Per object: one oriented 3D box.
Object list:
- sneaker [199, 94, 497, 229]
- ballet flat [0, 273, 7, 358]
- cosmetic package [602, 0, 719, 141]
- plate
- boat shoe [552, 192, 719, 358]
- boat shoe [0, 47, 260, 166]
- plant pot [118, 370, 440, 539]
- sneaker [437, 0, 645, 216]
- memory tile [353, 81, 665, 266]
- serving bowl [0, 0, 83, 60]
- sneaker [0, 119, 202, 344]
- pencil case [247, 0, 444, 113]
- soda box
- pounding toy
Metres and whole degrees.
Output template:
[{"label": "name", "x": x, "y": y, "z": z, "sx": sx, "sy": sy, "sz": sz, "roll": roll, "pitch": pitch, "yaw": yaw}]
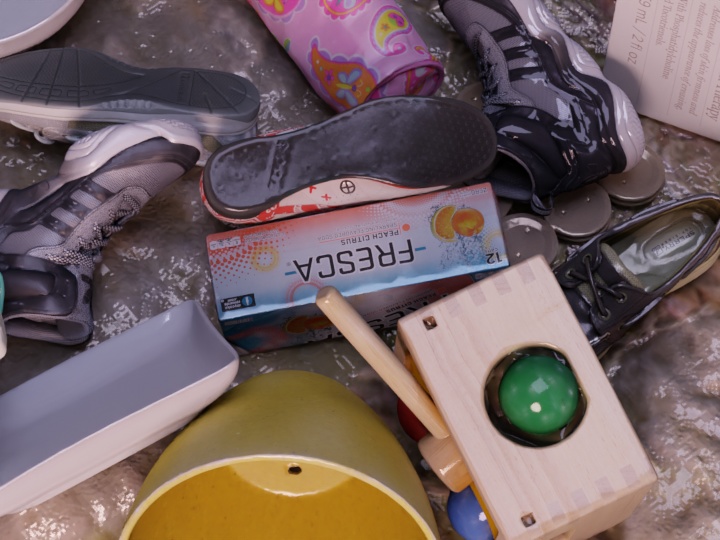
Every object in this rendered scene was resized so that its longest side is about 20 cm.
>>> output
[{"label": "sneaker", "x": -0.012, "y": -0.072, "z": 1.662, "sx": 0.201, "sy": 0.108, "sz": 0.067, "roll": -12, "pitch": 86, "yaw": -6}, {"label": "ballet flat", "x": -0.260, "y": 0.064, "z": 1.521, "sx": 0.070, "sy": 0.067, "sz": 0.200, "roll": -15, "pitch": 43, "yaw": 19}, {"label": "cosmetic package", "x": 0.295, "y": -0.195, "z": 1.713, "sx": 0.200, "sy": 0.167, "sz": 0.166, "roll": 21, "pitch": 61, "yaw": 11}, {"label": "plate", "x": -0.174, "y": 0.092, "z": 1.538, "sx": 0.200, "sy": 0.200, "sz": 0.032, "roll": -28, "pitch": 104, "yaw": -6}, {"label": "boat shoe", "x": 0.169, "y": 0.006, "z": 1.651, "sx": 0.201, "sy": 0.066, "sz": 0.072, "roll": -33, "pitch": 72, "yaw": -18}, {"label": "boat shoe", "x": -0.171, "y": -0.109, "z": 1.712, "sx": 0.202, "sy": 0.065, "sz": 0.074, "roll": 5, "pitch": 39, "yaw": 1}, {"label": "plant pot", "x": -0.047, "y": 0.144, "z": 1.515, "sx": 0.200, "sy": 0.200, "sz": 0.142, "roll": 3, "pitch": 37, "yaw": 0}, {"label": "sneaker", "x": 0.098, "y": -0.125, "z": 1.701, "sx": 0.114, "sy": 0.075, "sz": 0.200, "roll": -35, "pitch": 69, "yaw": -22}, {"label": "memory tile", "x": 0.102, "y": -0.064, "z": 1.720, "sx": 0.200, "sy": 0.017, "sz": 0.153, "roll": -34, "pitch": 66, "yaw": -18}, {"label": "serving bowl", "x": -0.286, "y": -0.227, "z": 1.775, "sx": 0.200, "sy": 0.066, "sz": 0.200, "roll": 1, "pitch": 61, "yaw": -1}, {"label": "sneaker", "x": -0.185, "y": -0.017, "z": 1.639, "sx": 0.200, "sy": 0.075, "sz": 0.114, "roll": -26, "pitch": 67, "yaw": 0}, {"label": "pencil case", "x": -0.025, "y": -0.188, "z": 1.751, "sx": 0.087, "sy": 0.087, "sz": 0.200, "roll": -31, "pitch": 65, "yaw": -18}, {"label": "soda box", "x": 0.000, "y": 0.000, "z": 1.641, "sx": 0.200, "sy": 0.064, "sz": 0.068, "roll": -11, "pitch": 64, "yaw": 0}, {"label": "pounding toy", "x": 0.074, "y": 0.086, "z": 1.504, "sx": 0.142, "sy": 0.200, "sz": 0.184, "roll": -25, "pitch": 77, "yaw": -7}]
